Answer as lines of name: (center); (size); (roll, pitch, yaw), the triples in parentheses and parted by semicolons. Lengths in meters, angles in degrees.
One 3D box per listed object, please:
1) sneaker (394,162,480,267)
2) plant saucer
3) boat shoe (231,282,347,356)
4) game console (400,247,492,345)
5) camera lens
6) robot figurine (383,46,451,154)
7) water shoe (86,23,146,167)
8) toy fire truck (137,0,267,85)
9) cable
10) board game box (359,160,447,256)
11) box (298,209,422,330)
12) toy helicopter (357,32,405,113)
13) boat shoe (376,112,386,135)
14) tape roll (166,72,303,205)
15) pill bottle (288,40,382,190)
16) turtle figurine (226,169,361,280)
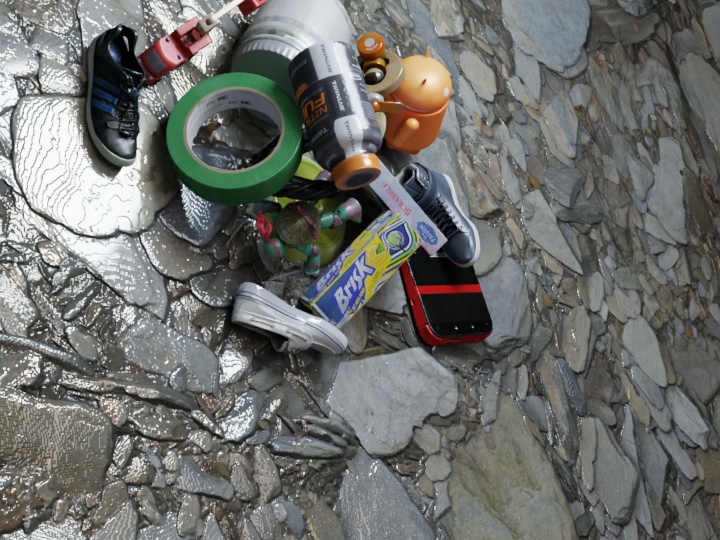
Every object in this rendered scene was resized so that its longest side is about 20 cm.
sneaker: (0.129, -0.102, 1.917); (0.145, 0.077, 0.204); (20, 39, -51)
plant saucer: (-0.090, -0.103, 1.739); (0.198, 0.031, 0.203); (22, 57, -39)
boat shoe: (-0.110, 0.091, 1.605); (0.198, 0.073, 0.068); (30, 67, -24)
game console: (0.153, 0.044, 1.938); (0.198, 0.031, 0.179); (0, 66, -48)
camera lens: (-0.110, -0.353, 1.738); (0.160, 0.159, 0.202); (43, 45, -23)
robot figurine: (0.096, -0.292, 1.906); (0.143, 0.201, 0.117); (-31, 66, -29)
water shoe: (-0.337, -0.247, 1.503); (0.071, 0.078, 0.203); (3, 69, -46)
toy fire truck: (-0.238, -0.359, 1.616); (0.049, 0.140, 0.200); (53, 42, -13)
cable: (-0.081, -0.154, 1.631); (0.198, 0.051, 0.163); (-29, 52, -31)
board game box: (0.039, -0.126, 1.786); (0.041, 0.200, 0.200); (-43, 109, -2)
box: (0.000, 0.000, 1.676); (0.200, 0.070, 0.064); (-47, 110, -8)
toy helicopter: (-0.014, -0.293, 1.806); (0.133, 0.198, 0.079); (60, 0, 31)
boat shoe: (-0.003, -0.278, 1.864); (0.063, 0.073, 0.203); (32, 35, -32)
tape roll: (-0.181, -0.193, 1.575); (0.048, 0.197, 0.204); (86, 3, -63)
pill bottle: (-0.030, -0.221, 1.568); (0.105, 0.106, 0.203); (1, 65, -47)
turtle figurine: (-0.095, -0.062, 1.632); (0.199, 0.100, 0.151); (-39, 99, -29)
